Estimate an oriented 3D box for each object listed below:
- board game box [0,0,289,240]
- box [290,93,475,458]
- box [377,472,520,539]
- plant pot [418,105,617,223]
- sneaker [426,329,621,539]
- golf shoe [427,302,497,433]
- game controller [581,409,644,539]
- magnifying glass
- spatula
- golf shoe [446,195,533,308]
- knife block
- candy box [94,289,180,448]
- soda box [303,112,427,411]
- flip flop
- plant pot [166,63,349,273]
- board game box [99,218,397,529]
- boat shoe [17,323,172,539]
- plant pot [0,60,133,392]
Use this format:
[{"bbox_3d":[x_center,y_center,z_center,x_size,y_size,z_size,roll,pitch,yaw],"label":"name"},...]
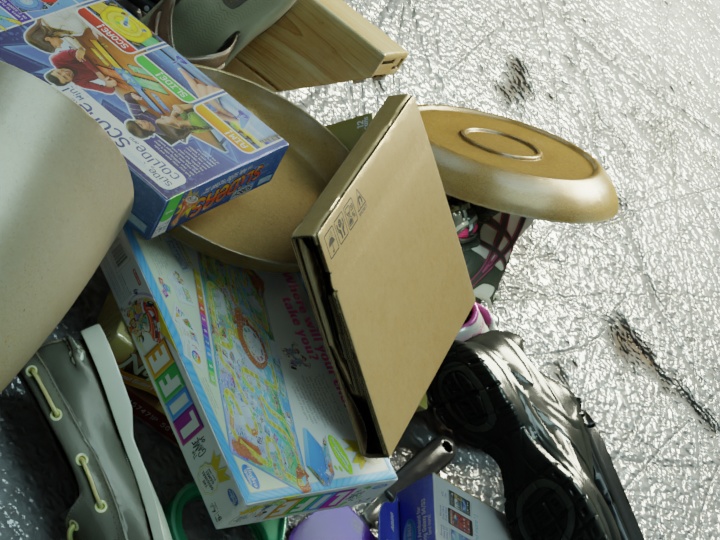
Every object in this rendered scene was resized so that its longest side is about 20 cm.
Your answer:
[{"bbox_3d":[-0.160,-0.110,1.500,0.200,0.034,0.135,40,35,16],"label":"board game box"},{"bbox_3d":[0.019,0.001,1.539,0.200,0.021,0.164,-58,136,-55],"label":"box"},{"bbox_3d":[0.090,0.221,1.606,0.200,0.041,0.119,34,38,-36],"label":"box"},{"bbox_3d":[0.105,-0.087,1.827,0.200,0.028,0.200,15,17,-5],"label":"plant pot"},{"bbox_3d":[0.129,0.124,1.631,0.091,0.076,0.200,-25,85,-50],"label":"sneaker"},{"bbox_3d":[0.076,0.066,1.705,0.200,0.092,0.075,22,44,-35],"label":"golf shoe"},{"bbox_3d":[0.177,0.193,1.710,0.042,0.104,0.200,-18,69,-7],"label":"game controller"},{"bbox_3d":[-0.062,0.146,1.542,0.080,0.022,0.200,44,33,4],"label":"magnifying glass"},{"bbox_3d":[0.015,0.158,1.617,0.057,0.021,0.200,51,36,1],"label":"spatula"},{"bbox_3d":[0.081,-0.016,1.814,0.200,0.077,0.088,-25,108,-60],"label":"golf shoe"},{"bbox_3d":[-0.079,-0.211,1.711,0.064,0.200,0.176,-24,106,-71],"label":"knife block"},{"bbox_3d":[-0.103,0.023,1.581,0.115,0.055,0.200,38,38,-17],"label":"candy box"},{"bbox_3d":[0.000,0.000,1.622,0.068,0.064,0.200,36,47,-54],"label":"soda box"},{"bbox_3d":[-0.113,-0.160,1.642,0.081,0.200,0.058,45,-3,4],"label":"flip flop"},{"bbox_3d":[-0.085,-0.063,1.554,0.200,0.028,0.200,21,34,-15],"label":"plant pot"},{"bbox_3d":[-0.072,0.060,1.505,0.134,0.034,0.200,-4,61,-45],"label":"board game box"},{"bbox_3d":[-0.152,0.135,1.428,0.060,0.072,0.202,-17,81,-9],"label":"boat shoe"},{"bbox_3d":[-0.250,0.007,1.360,0.187,0.187,0.200,35,53,-20],"label":"plant pot"}]
